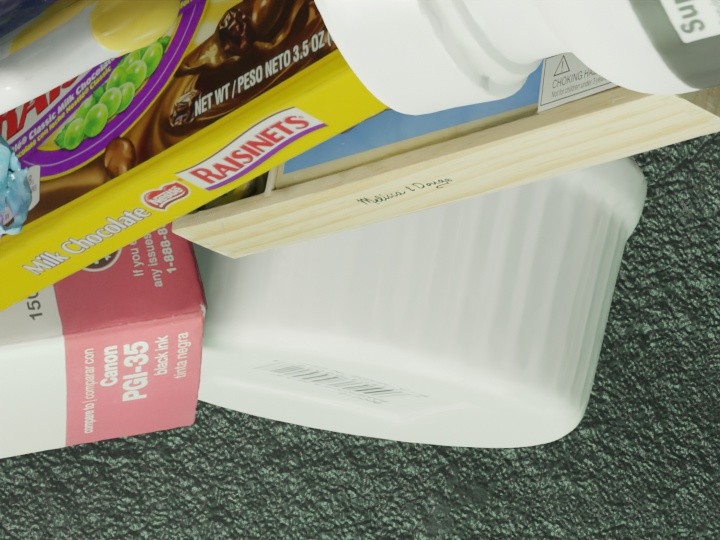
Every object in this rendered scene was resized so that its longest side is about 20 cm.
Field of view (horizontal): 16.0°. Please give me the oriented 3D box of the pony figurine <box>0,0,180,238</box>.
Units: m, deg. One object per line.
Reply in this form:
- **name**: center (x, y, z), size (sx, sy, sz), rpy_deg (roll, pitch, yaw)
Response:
- **pony figurine**: center (-0.145, -0.040, 0.652), size (0.200, 0.167, 0.193), rpy_deg (-39, -167, -27)

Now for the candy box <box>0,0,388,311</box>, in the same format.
- **candy box**: center (-0.052, -0.064, 0.716), size (0.026, 0.103, 0.200), rpy_deg (28, 142, -36)

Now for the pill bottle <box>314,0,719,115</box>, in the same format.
- **pill bottle**: center (0.090, -0.101, 0.521), size (0.199, 0.117, 0.116), rpy_deg (-13, -179, 23)

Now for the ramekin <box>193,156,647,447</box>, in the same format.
- **ramekin**: center (0.000, 0.000, 0.933), size (0.199, 0.098, 0.201), rpy_deg (9, 168, 2)

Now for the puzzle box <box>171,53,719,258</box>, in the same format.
- **puzzle box**: center (0.026, -0.084, 0.676), size (0.025, 0.134, 0.200), rpy_deg (23, 157, -34)

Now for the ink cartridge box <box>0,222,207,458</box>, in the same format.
- **ink cartridge box**: center (-0.161, -0.012, 0.818), size (0.199, 0.147, 0.083), rpy_deg (-9, 154, -12)
